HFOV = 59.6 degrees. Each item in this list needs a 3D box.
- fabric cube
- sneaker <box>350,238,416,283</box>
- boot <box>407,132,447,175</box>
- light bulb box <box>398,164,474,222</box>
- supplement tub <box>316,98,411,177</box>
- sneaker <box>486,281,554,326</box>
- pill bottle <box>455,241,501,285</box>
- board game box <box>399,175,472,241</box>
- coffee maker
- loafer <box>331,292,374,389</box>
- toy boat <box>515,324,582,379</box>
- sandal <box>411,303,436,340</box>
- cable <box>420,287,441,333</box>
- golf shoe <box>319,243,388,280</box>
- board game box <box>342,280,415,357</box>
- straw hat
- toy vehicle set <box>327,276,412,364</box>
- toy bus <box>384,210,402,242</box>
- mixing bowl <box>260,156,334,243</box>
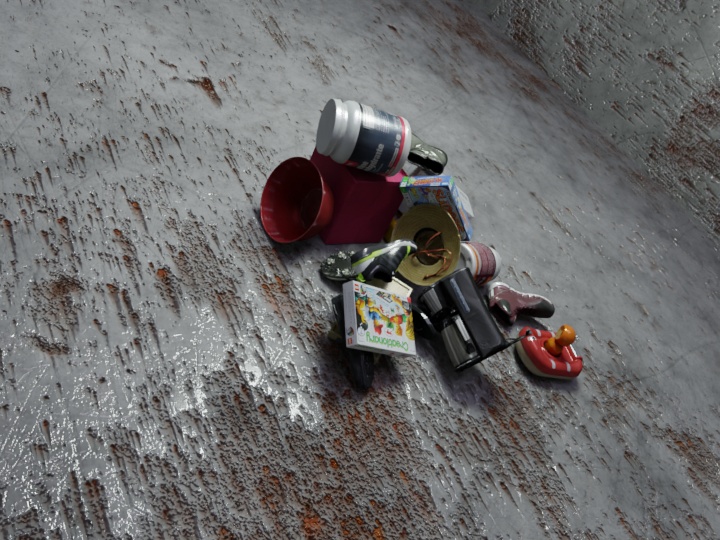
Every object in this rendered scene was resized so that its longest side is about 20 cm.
[{"bbox_3d":[-0.020,-0.212,1.613,0.196,0.202,0.198,-5,48,-38],"label":"fabric cube"},{"bbox_3d":[0.056,-0.012,1.413,0.196,0.071,0.085,-15,81,-39],"label":"sneaker"},{"bbox_3d":[0.132,-0.307,1.613,0.195,0.069,0.131,23,21,9],"label":"boot"},{"bbox_3d":[0.200,-0.194,1.742,0.197,0.125,0.201,40,19,-10],"label":"light bulb box"},{"bbox_3d":[0.008,-0.308,1.457,0.194,0.142,0.143,11,41,-24],"label":"supplement tub"},{"bbox_3d":[0.427,0.114,1.686,0.194,0.077,0.117,18,43,-1],"label":"sneaker"},{"bbox_3d":[0.293,-0.016,1.666,0.115,0.115,0.198,50,27,24],"label":"pill bottle"},{"bbox_3d":[0.190,-0.151,1.558,0.132,0.202,0.035,3,54,31],"label":"board game box"},{"bbox_3d":[0.255,0.104,1.448,0.188,0.135,0.204,-19,75,-23],"label":"coffee maker"},{"bbox_3d":[-0.017,0.146,1.305,0.068,0.069,0.207,18,59,-67],"label":"loafer"},{"bbox_3d":[0.492,0.189,1.588,0.195,0.132,0.133,10,41,-26],"label":"toy boat"},{"bbox_3d":[0.095,0.101,1.470,0.048,0.076,0.200,-37,64,-25],"label":"sandal"},{"bbox_3d":[0.225,0.091,1.574,0.197,0.051,0.164,-21,61,-46],"label":"cable"},{"bbox_3d":[0.000,0.000,1.504,0.193,0.089,0.079,-8,54,-11],"label":"golf shoe"},{"bbox_3d":[0.041,0.105,1.303,0.197,0.034,0.130,17,62,-48],"label":"board game box"},{"bbox_3d":[0.174,-0.055,1.547,0.203,0.202,0.084,53,20,26],"label":"straw hat"},{"bbox_3d":[0.023,0.091,1.392,0.122,0.027,0.203,31,59,0],"label":"toy vehicle set"},{"bbox_3d":[0.097,-0.118,1.702,0.077,0.066,0.202,-7,52,-39],"label":"toy bus"},{"bbox_3d":[-0.135,-0.157,1.501,0.107,0.201,0.202,14,36,-54],"label":"mixing bowl"}]
